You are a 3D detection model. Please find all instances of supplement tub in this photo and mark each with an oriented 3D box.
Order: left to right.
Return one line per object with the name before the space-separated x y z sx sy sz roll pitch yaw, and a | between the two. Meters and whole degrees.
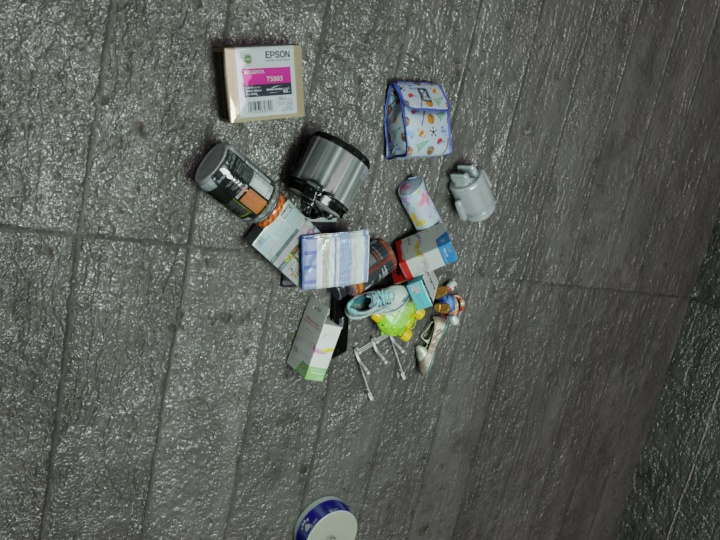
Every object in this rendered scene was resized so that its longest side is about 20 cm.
supplement tub | -0.281 -0.197 1.449 0.199 0.122 0.123 40 82 -37
supplement tub | 0.000 0.000 1.719 0.198 0.106 0.108 -33 122 -23

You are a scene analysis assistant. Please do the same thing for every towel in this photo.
towel | -0.066 -0.029 1.604 0.196 0.024 0.150 -7 107 -25

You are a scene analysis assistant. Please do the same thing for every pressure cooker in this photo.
pressure cooker | -0.088 -0.224 1.540 0.175 0.178 0.203 29 88 -40

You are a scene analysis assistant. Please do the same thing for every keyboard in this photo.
keyboard | -0.074 0.152 1.775 0.103 0.039 0.204 -19 116 -54

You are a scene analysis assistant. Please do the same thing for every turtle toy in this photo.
turtle toy | 0.114 0.107 1.837 0.145 0.101 0.202 34 83 -14

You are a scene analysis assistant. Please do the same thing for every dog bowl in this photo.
dog bowl | -0.110 0.829 1.942 0.197 0.078 0.204 -12 112 -31

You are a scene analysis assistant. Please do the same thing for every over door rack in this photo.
over door rack | 0.069 0.295 1.893 0.146 0.066 0.203 -27 119 -24

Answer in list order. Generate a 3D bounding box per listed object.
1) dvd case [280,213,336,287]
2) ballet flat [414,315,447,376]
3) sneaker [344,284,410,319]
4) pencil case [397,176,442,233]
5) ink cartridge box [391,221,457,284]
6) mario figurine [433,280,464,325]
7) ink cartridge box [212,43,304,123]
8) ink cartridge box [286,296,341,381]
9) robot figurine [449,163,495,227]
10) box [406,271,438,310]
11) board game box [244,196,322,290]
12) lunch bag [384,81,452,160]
dvd case | -0.140 -0.055 1.661 0.146 0.016 0.204 -2 108 -33
ballet flat | 0.216 0.239 1.987 0.066 0.068 0.203 23 87 -18
sneaker | 0.049 0.090 1.728 0.197 0.086 0.079 -19 76 -1
pencil case | 0.184 -0.177 1.803 0.091 0.082 0.201 -56 130 -30
ink cartridge box | 0.170 -0.049 1.765 0.197 0.117 0.068 -23 123 10
mario figurine | 0.289 0.098 1.922 0.125 0.105 0.200 -64 159 2
ink cartridge box | -0.233 -0.439 1.431 0.197 0.075 0.168 -15 115 -29
ink cartridge box | -0.122 0.188 1.692 0.067 0.117 0.203 16 97 -37
robot figurine | 0.344 -0.232 1.875 0.170 0.112 0.201 -48 126 -20
box | 0.186 0.040 1.804 0.048 0.200 0.083 -21 102 19
board game box | -0.178 -0.070 1.582 0.148 0.064 0.200 -50 124 -8
lunch bag | 0.158 -0.414 1.685 0.167 0.123 0.204 -8 96 -32
